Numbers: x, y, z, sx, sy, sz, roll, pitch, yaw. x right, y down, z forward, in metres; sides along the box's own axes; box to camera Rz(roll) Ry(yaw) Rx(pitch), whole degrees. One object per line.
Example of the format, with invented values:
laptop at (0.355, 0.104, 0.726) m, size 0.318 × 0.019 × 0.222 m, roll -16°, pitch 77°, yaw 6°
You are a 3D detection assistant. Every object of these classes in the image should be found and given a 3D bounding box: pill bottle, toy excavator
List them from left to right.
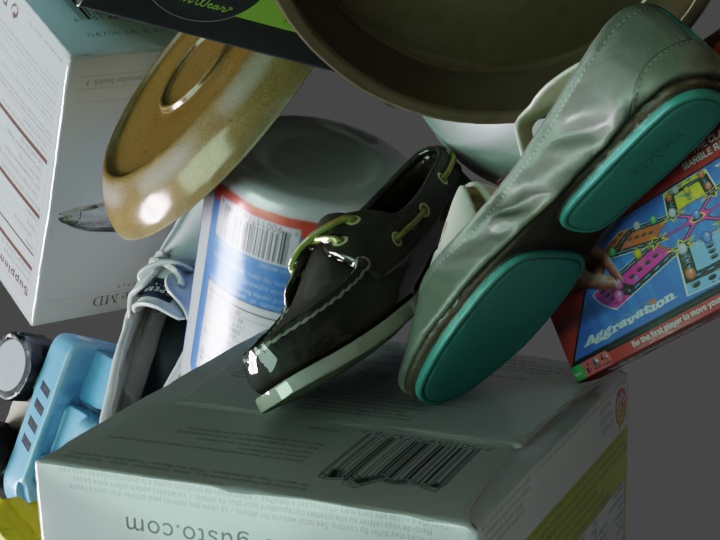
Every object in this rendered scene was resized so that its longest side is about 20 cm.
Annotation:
toy excavator at (-0.150, 0.092, 1.079) m, size 0.200 × 0.100 × 0.195 m, roll 23°, pitch 93°, yaw 43°
pill bottle at (-0.039, 0.026, 0.907) m, size 0.112 × 0.112 × 0.200 m, roll 42°, pitch 132°, yaw 42°

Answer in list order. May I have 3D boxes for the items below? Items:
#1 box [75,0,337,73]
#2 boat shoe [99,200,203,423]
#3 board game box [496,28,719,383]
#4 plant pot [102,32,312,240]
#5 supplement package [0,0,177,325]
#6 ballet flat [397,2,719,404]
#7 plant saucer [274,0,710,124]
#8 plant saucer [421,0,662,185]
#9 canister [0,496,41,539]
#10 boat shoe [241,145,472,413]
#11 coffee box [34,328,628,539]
box at (-0.056, -0.209, 0.772) m, size 0.124 × 0.149 × 0.200 m, roll -62°, pitch 30°, yaw 35°
boat shoe at (-0.104, 0.023, 0.978) m, size 0.074 × 0.065 × 0.200 m, roll 3°, pitch 74°, yaw 34°
board game box at (0.143, -0.036, 0.685) m, size 0.200 × 0.019 × 0.103 m, roll -35°, pitch 69°, yaw 46°
plant pot at (-0.079, -0.105, 0.885) m, size 0.200 × 0.027 × 0.200 m, roll -41°, pitch 26°, yaw 24°
supplement package at (-0.172, -0.084, 1.062) m, size 0.117 × 0.117 × 0.200 m, roll 47°, pitch 135°, yaw 38°
ballet flat at (0.075, -0.028, 0.695) m, size 0.200 × 0.067 × 0.064 m, roll -50°, pitch 54°, yaw 27°
plant saucer at (0.054, -0.154, 0.667) m, size 0.029 × 0.200 × 0.200 m, roll -89°, pitch 10°, yaw -58°
plant saucer at (0.059, -0.134, 0.774) m, size 0.200 × 0.050 × 0.200 m, roll 20°, pitch 115°, yaw 51°
canister at (-0.113, 0.180, 0.976) m, size 0.149 × 0.200 × 0.087 m, roll 40°, pitch 130°, yaw 43°
boat shoe at (0.000, 0.000, 0.759) m, size 0.072 × 0.201 × 0.061 m, roll -29°, pitch 95°, yaw 37°
coffee box at (-0.002, 0.155, 0.749) m, size 0.200 × 0.200 × 0.198 m, roll 5°, pitch 107°, yaw 24°
